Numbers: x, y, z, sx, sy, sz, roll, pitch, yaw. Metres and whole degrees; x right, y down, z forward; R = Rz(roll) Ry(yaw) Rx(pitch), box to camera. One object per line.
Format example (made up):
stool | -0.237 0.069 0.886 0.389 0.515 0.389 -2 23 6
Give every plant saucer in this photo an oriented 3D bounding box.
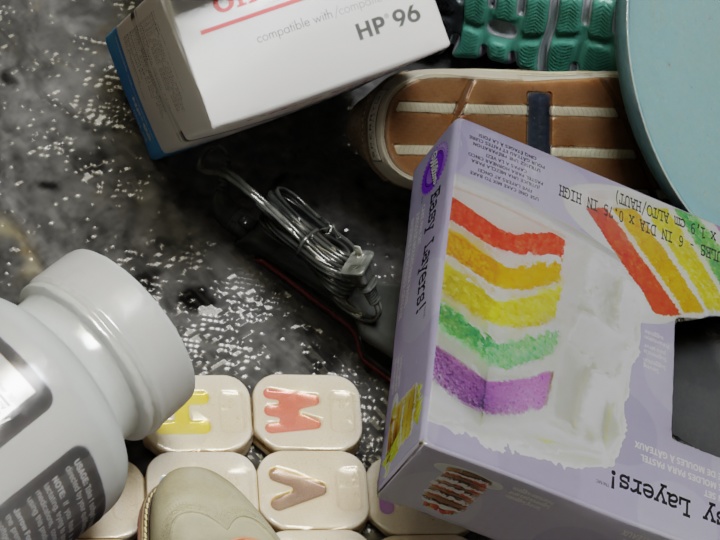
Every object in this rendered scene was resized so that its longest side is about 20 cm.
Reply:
plant saucer | 0.184 -0.098 1.228 0.200 0.027 0.200 9 77 -42

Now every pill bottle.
pill bottle | -0.166 0.080 1.051 0.111 0.111 0.200 41 62 19

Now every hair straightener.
hair straightener | 0.000 0.000 1.160 0.200 0.077 0.041 42 68 19

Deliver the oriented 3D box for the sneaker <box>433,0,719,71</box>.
sneaker | 0.099 -0.140 1.282 0.200 0.074 0.088 18 47 3

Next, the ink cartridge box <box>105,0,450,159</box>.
ink cartridge box | -0.037 -0.105 1.147 0.116 0.200 0.068 -21 92 -13

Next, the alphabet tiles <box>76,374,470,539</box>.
alphabet tiles | -0.042 0.130 1.100 0.195 0.015 0.200 1 55 -8

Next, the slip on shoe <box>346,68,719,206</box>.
slip on shoe | 0.089 -0.057 1.227 0.200 0.061 0.076 2 90 -22

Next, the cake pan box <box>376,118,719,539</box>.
cake pan box | 0.110 0.047 1.115 0.200 0.052 0.184 23 50 -15

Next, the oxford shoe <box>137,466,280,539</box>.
oxford shoe | -0.033 0.130 1.021 0.071 0.074 0.200 -1 33 -29
